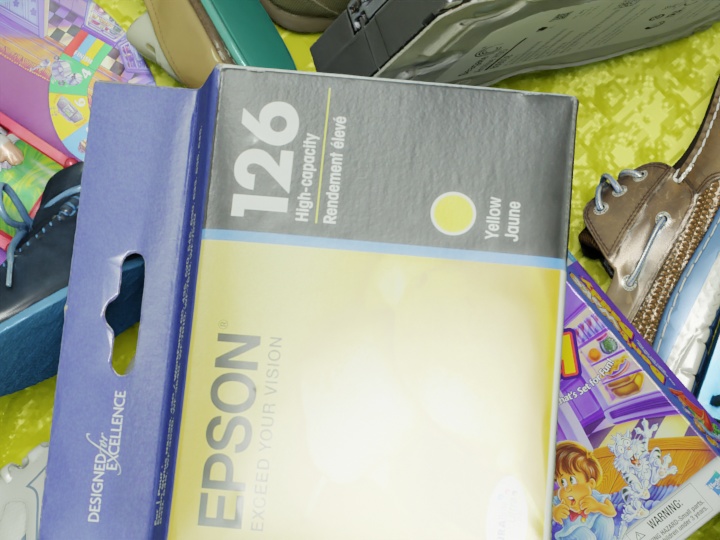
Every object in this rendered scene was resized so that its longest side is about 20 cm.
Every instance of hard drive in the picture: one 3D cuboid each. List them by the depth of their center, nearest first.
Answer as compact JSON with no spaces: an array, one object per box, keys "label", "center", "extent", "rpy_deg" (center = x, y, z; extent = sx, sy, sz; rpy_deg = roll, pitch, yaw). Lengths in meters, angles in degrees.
[{"label":"hard drive","center":[0.093,-0.118,0.752],"extent":[0.200,0.140,0.038],"rpy_deg":[-14,82,-23]}]

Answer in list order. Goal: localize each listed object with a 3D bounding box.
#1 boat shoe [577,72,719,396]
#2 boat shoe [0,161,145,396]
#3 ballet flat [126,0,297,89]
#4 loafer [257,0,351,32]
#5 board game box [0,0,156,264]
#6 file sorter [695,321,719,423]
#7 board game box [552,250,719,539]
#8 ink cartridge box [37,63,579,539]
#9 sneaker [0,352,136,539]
[{"label":"boat shoe","center":[0.134,-0.013,0.804],"extent":[0.072,0.072,0.200],"rpy_deg":[18,80,11]},{"label":"boat shoe","center":[-0.118,-0.013,0.796],"extent":[0.069,0.084,0.200],"rpy_deg":[45,52,14]},{"label":"ballet flat","center":[-0.087,-0.135,0.830],"extent":[0.063,0.069,0.200],"rpy_deg":[-33,70,24]},{"label":"loafer","center":[0.047,-0.153,0.825],"extent":[0.200,0.067,0.076],"rpy_deg":[-14,84,1]},{"label":"board game box","center":[-0.190,-0.050,0.834],"extent":[0.200,0.039,0.158],"rpy_deg":[-11,83,1]},{"label":"file sorter","center":[0.267,0.028,0.769],"extent":[0.200,0.123,0.139],"rpy_deg":[20,85,4]},{"label":"board game box","center":[0.048,0.099,0.773],"extent":[0.200,0.045,0.134],"rpy_deg":[-43,83,17]},{"label":"ink cartridge box","center":[-0.020,0.019,0.704],"extent":[0.200,0.047,0.198],"rpy_deg":[5,78,0]},{"label":"sneaker","center":[-0.124,0.100,0.800],"extent":[0.087,0.075,0.200],"rpy_deg":[24,83,10]}]
